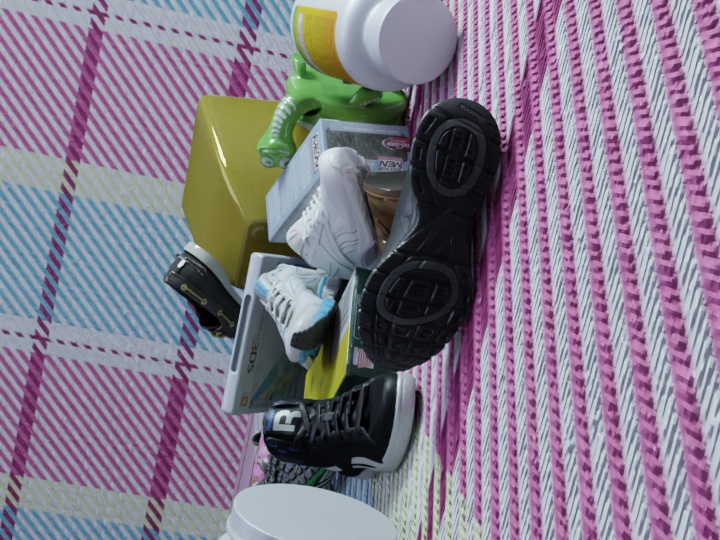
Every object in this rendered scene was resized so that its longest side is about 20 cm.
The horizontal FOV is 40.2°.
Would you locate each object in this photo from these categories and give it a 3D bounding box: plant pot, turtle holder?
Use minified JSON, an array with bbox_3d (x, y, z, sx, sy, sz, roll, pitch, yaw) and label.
[{"bbox_3d":[-0.110,-0.082,1.259,0.200,0.195,0.194,-109,27,-42],"label":"plant pot"},{"bbox_3d":[-0.027,-0.167,1.132,0.186,0.141,0.132,-67,-8,-60],"label":"turtle holder"}]

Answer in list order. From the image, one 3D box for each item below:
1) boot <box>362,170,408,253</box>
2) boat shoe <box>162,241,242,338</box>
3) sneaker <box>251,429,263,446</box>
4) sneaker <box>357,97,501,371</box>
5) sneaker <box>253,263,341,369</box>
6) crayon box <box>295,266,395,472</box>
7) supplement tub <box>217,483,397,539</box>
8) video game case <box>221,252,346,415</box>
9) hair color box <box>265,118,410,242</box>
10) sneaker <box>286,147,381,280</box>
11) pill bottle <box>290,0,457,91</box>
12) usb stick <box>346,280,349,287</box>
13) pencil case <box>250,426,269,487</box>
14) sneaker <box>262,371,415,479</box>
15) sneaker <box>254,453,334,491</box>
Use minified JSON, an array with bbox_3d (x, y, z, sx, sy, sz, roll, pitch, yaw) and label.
[{"bbox_3d":[0.039,-0.050,0.847,0.200,0.073,0.076,-84,-8,-86],"label":"boot"},{"bbox_3d":[-0.181,0.046,1.226,0.061,0.072,0.201,-49,-40,-17],"label":"boat shoe"},{"bbox_3d":[-0.105,0.225,1.356,0.200,0.088,0.077,-149,70,-82],"label":"sneaker"},{"bbox_3d":[0.053,-0.023,0.710,0.091,0.076,0.200,-68,-3,-80],"label":"sneaker"},{"bbox_3d":[-0.072,0.039,1.011,0.200,0.087,0.075,-92,26,-77],"label":"sneaker"},{"bbox_3d":[-0.015,0.107,0.986,0.200,0.051,0.127,117,163,-49],"label":"crayon box"},{"bbox_3d":[-0.053,0.274,0.720,0.145,0.145,0.200,-130,52,-80],"label":"supplement tub"},{"bbox_3d":[-0.076,0.076,1.164,0.200,0.022,0.183,6,-84,-57],"label":"video game case"},{"bbox_3d":[-0.028,-0.090,1.070,0.200,0.099,0.061,138,129,-61],"label":"hair color box"},{"bbox_3d":[-0.029,-0.044,0.976,0.200,0.099,0.078,76,-168,-54],"label":"sneaker"},{"bbox_3d":[0.013,-0.238,0.980,0.200,0.111,0.111,36,116,60],"label":"pill bottle"},{"bbox_3d":[0.000,0.000,1.140,0.200,0.033,0.056,-94,11,-62],"label":"usb stick"},{"bbox_3d":[-0.090,0.272,1.191,0.083,0.086,0.200,-11,-66,-74],"label":"pencil case"},{"bbox_3d":[-0.026,0.134,0.841,0.200,0.112,0.073,116,162,-62],"label":"sneaker"},{"bbox_3d":[-0.062,0.226,1.101,0.078,0.085,0.200,48,117,36],"label":"sneaker"}]
